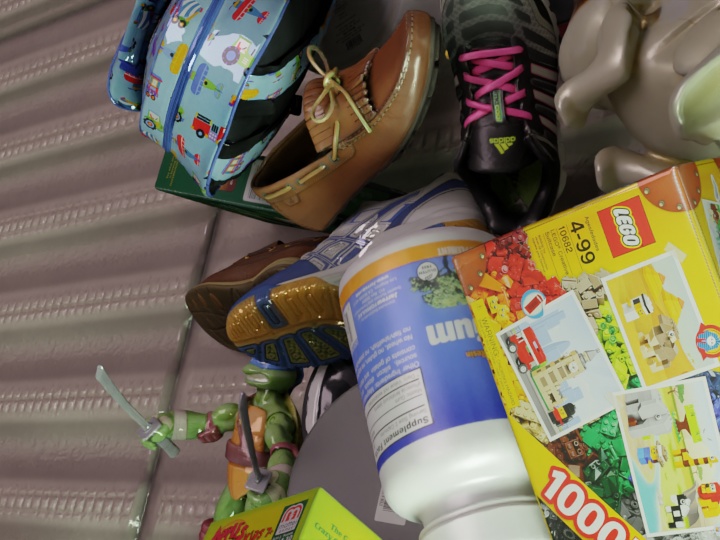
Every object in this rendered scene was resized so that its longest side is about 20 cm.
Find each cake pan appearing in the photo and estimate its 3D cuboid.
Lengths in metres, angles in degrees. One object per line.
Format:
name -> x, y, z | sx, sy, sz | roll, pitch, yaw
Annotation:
cake pan -> 0.034, 0.150, 1.099 | 0.200, 0.037, 0.201 | -11, 66, 27

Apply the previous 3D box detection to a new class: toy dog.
toy dog -> 0.199, -0.134, 1.029 | 0.194, 0.140, 0.200 | -55, 36, -3

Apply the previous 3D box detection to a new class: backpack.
backpack -> -0.101, -0.158, 1.200 | 0.200, 0.134, 0.183 | -66, 2, -55

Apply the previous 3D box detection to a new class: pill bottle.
pill bottle -> 0.059, 0.084, 1.018 | 0.112, 0.112, 0.200 | -35, 57, 35

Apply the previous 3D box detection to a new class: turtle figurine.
turtle figurine -> -0.108, 0.156, 1.215 | 0.144, 0.200, 0.194 | 4, 96, 19

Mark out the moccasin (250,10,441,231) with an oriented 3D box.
moccasin -> -0.011, -0.103, 1.122 | 0.201, 0.078, 0.074 | -43, 31, 51

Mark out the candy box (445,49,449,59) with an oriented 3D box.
candy box -> 0.126, -0.229, 1.210 | 0.026, 0.102, 0.200 | 30, 96, 17

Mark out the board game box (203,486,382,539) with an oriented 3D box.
board game box -> 0.003, 0.216, 1.014 | 0.102, 0.200, 0.048 | -24, 32, 42

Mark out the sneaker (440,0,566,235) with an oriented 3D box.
sneaker -> 0.093, -0.104, 1.089 | 0.074, 0.200, 0.088 | -4, 35, 14

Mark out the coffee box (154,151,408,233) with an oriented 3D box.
coffee box -> -0.060, -0.060, 1.317 | 0.200, 0.123, 0.044 | 12, 88, 54

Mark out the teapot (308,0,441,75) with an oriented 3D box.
teapot -> 0.020, -0.247, 1.318 | 0.200, 0.146, 0.198 | 32, 123, 34

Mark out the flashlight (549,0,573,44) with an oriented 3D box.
flashlight -> 0.109, -0.202, 1.124 | 0.068, 0.200, 0.068 | -41, 42, 28

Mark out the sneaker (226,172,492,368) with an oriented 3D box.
sneaker -> 0.000, 0.000, 1.175 | 0.200, 0.075, 0.088 | -22, 36, 15

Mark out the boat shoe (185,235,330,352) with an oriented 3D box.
boat shoe -> -0.069, 0.016, 1.344 | 0.068, 0.072, 0.200 | -45, 16, -32

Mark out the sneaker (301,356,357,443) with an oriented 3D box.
sneaker -> 0.019, 0.063, 1.193 | 0.083, 0.072, 0.200 | -7, 65, 48

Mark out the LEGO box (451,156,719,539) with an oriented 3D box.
LEGO box -> 0.159, 0.058, 0.929 | 0.149, 0.077, 0.200 | -23, 85, 34
